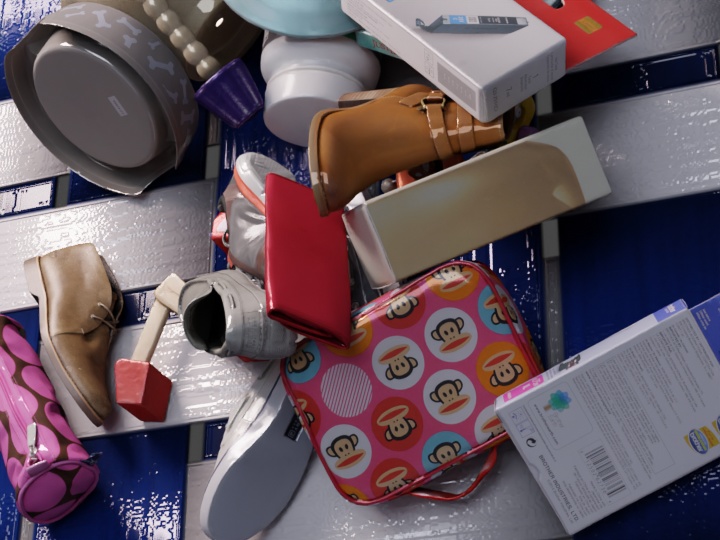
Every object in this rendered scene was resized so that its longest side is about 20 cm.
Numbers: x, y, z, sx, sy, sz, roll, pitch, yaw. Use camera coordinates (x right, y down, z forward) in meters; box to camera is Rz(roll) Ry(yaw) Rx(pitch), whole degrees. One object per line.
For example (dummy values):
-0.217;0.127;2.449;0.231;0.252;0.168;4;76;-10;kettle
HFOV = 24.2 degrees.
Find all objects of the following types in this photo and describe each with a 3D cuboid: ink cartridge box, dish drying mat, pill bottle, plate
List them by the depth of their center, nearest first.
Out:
0.219;0.106;1.304;0.200;0.042;0.119;-29;99;10;ink cartridge box
-0.045;-0.011;1.378;0.018;0.077;0.200;-59;20;29;dish drying mat
0.109;-0.229;1.451;0.176;0.045;0.200;-31;53;-21;ink cartridge box
-0.041;-0.299;1.537;0.200;0.026;0.200;-1;61;2;plate
-0.034;-0.223;1.578;0.113;0.113;0.200;-6;63;21;pill bottle

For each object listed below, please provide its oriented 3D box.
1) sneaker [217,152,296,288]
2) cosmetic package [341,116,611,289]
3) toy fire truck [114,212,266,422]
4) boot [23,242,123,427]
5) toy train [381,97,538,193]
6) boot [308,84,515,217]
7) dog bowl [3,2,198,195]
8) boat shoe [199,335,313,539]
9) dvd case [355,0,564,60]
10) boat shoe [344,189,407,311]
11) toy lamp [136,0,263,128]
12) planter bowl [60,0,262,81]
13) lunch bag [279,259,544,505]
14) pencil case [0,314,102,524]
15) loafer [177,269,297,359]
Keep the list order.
-0.074;-0.012;1.461;0.082;0.077;0.200;-50;41;26;sneaker
0.095;-0.055;1.396;0.200;0.105;0.071;-22;91;-11;cosmetic package
-0.141;0.035;1.530;0.141;0.049;0.200;-4;63;21;toy fire truck
-0.254;0.053;1.563;0.075;0.074;0.200;-23;55;0;boot
0.082;-0.154;1.526;0.150;0.056;0.200;-10;61;18;toy train
0.044;-0.108;1.405;0.155;0.074;0.200;0;31;15;boot
-0.241;-0.166;1.598;0.200;0.200;0.059;14;49;29;dog bowl
-0.084;0.140;1.449;0.070;0.071;0.200;11;71;57;boat shoe
0.111;-0.246;1.523;0.146;0.022;0.200;24;52;34;dvd case
0.000;0.000;1.478;0.068;0.072;0.200;-24;64;9;boat shoe
-0.165;-0.213;1.519;0.058;0.058;0.200;-43;92;-2;toy lamp
-0.171;-0.268;1.626;0.135;0.200;0.200;42;86;17;planter bowl
0.052;0.101;1.371;0.200;0.082;0.176;-27;87;9;lunch bag
-0.309;0.129;1.529;0.091;0.094;0.200;-39;55;1;pencil case
-0.117;0.036;1.401;0.200;0.070;0.070;-173;83;-64;loafer
